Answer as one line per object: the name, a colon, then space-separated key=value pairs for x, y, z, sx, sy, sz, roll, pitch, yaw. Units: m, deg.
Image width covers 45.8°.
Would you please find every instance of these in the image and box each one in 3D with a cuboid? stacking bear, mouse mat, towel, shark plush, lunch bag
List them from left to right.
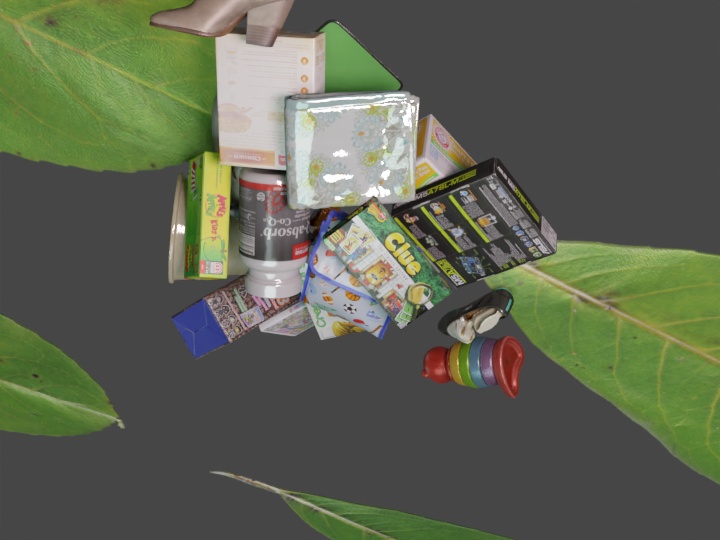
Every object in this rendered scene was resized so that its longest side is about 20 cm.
shark plush: x=-0.151 y=-0.101 z=1.446 sx=0.200 sy=0.091 sz=0.083 roll=41 pitch=104 yaw=-21
mouse mat: x=-0.051 y=-0.294 z=1.353 sx=0.161 sy=0.008 sz=0.200 roll=38 pitch=135 yaw=-27
towel: x=-0.012 y=-0.178 z=1.262 sx=0.199 sy=0.048 sz=0.172 roll=-4 pitch=112 yaw=-8
lunch bag: x=0.000 y=0.000 z=1.413 sx=0.169 sy=0.124 sz=0.200 roll=25 pitch=141 yaw=2
stacking bear: x=0.224 y=0.195 z=1.783 sx=0.199 sy=0.122 sz=0.114 roll=-6 pitch=139 yaw=32

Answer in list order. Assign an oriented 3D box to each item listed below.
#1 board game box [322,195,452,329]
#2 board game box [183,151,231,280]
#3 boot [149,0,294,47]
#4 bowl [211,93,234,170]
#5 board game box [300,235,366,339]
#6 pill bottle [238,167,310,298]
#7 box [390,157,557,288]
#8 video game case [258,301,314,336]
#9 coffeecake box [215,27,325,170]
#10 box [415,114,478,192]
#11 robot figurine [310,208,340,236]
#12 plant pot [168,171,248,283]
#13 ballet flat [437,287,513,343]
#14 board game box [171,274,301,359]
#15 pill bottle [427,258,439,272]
board game box: x=0.043 y=-0.009 z=1.313 sx=0.105 sy=0.023 sz=0.200 roll=-38 pitch=112 yaw=10
board game box: x=-0.252 y=-0.087 z=1.403 sx=0.047 sy=0.201 sz=0.101 roll=3 pitch=177 yaw=-25
boot: x=-0.187 y=-0.397 z=1.186 sx=0.199 sy=0.070 sz=0.147 roll=6 pitch=108 yaw=-9
bowl: x=-0.160 y=-0.202 z=1.434 sx=0.199 sy=0.075 sz=0.200 roll=13 pitch=141 yaw=4
board game box: x=-0.047 y=0.028 z=1.568 sx=0.126 sy=0.035 sz=0.201 roll=-13 pitch=117 yaw=17
pill bottle: x=-0.139 y=-0.065 z=1.375 sx=0.115 sy=0.116 sz=0.201 roll=5 pitch=108 yaw=9
box: x=0.181 y=-0.069 z=1.352 sx=0.192 sy=0.048 sz=0.200 roll=-20 pitch=131 yaw=35
video game case: x=-0.085 y=0.075 z=1.687 sx=0.199 sy=0.018 sz=0.143 roll=-29 pitch=162 yaw=17
coffeecake box: x=-0.135 y=-0.259 z=1.296 sx=0.153 sy=0.073 sz=0.201 roll=6 pitch=113 yaw=10
box: x=0.131 y=-0.139 z=1.403 sx=0.101 sy=0.113 sz=0.200 roll=-26 pitch=129 yaw=34
robot figurine: x=-0.047 y=-0.054 z=1.595 sx=0.144 sy=0.058 sz=0.200 roll=19 pitch=139 yaw=-7
plant pot: x=-0.245 y=-0.069 z=1.548 sx=0.182 sy=0.201 sz=0.201 roll=5 pitch=141 yaw=-9
ballet flat: x=0.221 y=0.099 z=1.696 sx=0.068 sy=0.069 sz=0.200 roll=31 pitch=137 yaw=-22
board game box: x=-0.235 y=0.070 z=1.645 sx=0.159 sy=0.200 sz=0.097 roll=-26 pitch=95 yaw=50
pill bottle: x=0.087 y=-0.011 z=1.573 sx=0.104 sy=0.105 sz=0.200 roll=25 pitch=139 yaw=-14
